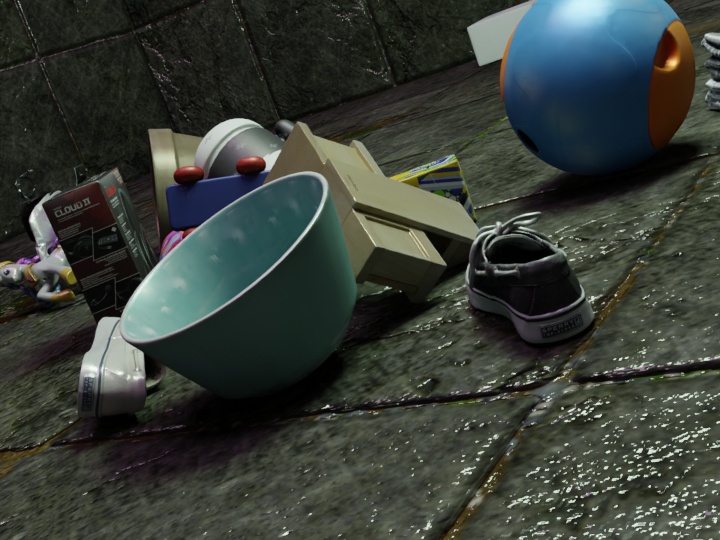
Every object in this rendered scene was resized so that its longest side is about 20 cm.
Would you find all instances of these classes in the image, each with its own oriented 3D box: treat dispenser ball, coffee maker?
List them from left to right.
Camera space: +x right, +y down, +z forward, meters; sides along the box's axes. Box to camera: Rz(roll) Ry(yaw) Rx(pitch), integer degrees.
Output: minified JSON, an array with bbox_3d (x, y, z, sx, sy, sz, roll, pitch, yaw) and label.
[{"bbox_3d":[-0.598,-0.117,2.112,0.199,0.192,0.135,-10,43,47],"label":"coffee maker"},{"bbox_3d":[0.245,-0.200,1.085,0.199,0.203,0.201,-20,13,5],"label":"treat dispenser ball"}]

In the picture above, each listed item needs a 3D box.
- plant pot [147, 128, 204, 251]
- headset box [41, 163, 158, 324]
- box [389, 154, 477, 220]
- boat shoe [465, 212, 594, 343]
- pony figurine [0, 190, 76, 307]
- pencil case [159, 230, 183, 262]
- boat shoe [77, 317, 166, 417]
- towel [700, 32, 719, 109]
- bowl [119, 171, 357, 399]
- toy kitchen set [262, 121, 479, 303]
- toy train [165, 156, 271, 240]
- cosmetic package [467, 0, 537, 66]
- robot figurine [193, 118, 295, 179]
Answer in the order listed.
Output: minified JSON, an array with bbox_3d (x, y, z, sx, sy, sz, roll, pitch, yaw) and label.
[{"bbox_3d":[-0.256,-0.136,1.719,0.172,0.202,0.200,-5,9,-12],"label":"plant pot"},{"bbox_3d":[-0.307,-0.032,1.269,0.077,0.202,0.149,-21,12,0],"label":"headset box"},{"bbox_3d":[0.024,-0.061,1.159,0.198,0.071,0.064,-19,11,5],"label":"box"},{"bbox_3d":[0.114,-0.004,0.780,0.073,0.069,0.199,-20,12,2],"label":"boat shoe"},{"bbox_3d":[-0.483,-0.018,1.669,0.198,0.168,0.193,4,31,28],"label":"pony figurine"},{"bbox_3d":[-0.200,-0.001,1.255,0.088,0.089,0.200,-22,15,-6],"label":"pencil case"},{"bbox_3d":[-0.212,0.089,0.956,0.069,0.072,0.200,6,6,-9],"label":"boat shoe"},{"bbox_3d":[0.478,-0.239,1.142,0.164,0.086,0.200,-19,13,3],"label":"towel"},{"bbox_3d":[-0.081,0.025,0.829,0.200,0.105,0.201,-30,23,14],"label":"bowl"},{"bbox_3d":[0.000,0.000,0.992,0.162,0.181,0.201,14,30,-35],"label":"toy kitchen set"},{"bbox_3d":[-0.114,-0.079,1.185,0.198,0.086,0.116,-9,-4,-3],"label":"toy train"},{"bbox_3d":[0.438,-0.689,2.993,0.198,0.124,0.200,-14,15,27],"label":"cosmetic package"},{"bbox_3d":[-0.126,-0.111,1.347,0.199,0.126,0.150,37,41,26],"label":"robot figurine"}]
